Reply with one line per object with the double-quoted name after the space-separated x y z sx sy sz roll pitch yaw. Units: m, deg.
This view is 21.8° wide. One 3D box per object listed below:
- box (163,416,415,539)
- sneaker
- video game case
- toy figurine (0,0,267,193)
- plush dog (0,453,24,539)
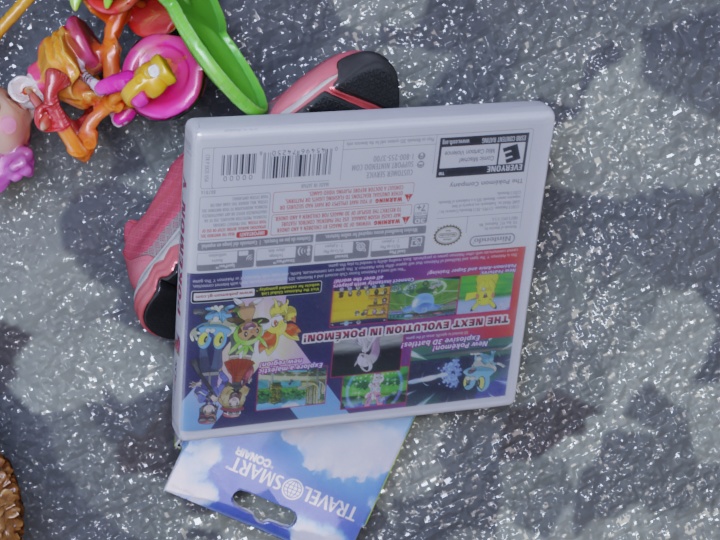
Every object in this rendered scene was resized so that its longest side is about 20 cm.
-0.022 0.053 1.077 0.122 0.048 0.200 24 93 -10 "box"
-0.066 -0.057 1.024 0.200 0.087 0.074 -45 139 16 "sneaker"
0.000 0.000 1.002 0.199 0.023 0.183 -5 118 -20 "video game case"
-0.174 -0.111 0.993 0.184 0.150 0.200 -35 77 10 "toy figurine"
-0.269 0.118 0.957 0.200 0.160 0.172 43 68 3 "plush dog"
